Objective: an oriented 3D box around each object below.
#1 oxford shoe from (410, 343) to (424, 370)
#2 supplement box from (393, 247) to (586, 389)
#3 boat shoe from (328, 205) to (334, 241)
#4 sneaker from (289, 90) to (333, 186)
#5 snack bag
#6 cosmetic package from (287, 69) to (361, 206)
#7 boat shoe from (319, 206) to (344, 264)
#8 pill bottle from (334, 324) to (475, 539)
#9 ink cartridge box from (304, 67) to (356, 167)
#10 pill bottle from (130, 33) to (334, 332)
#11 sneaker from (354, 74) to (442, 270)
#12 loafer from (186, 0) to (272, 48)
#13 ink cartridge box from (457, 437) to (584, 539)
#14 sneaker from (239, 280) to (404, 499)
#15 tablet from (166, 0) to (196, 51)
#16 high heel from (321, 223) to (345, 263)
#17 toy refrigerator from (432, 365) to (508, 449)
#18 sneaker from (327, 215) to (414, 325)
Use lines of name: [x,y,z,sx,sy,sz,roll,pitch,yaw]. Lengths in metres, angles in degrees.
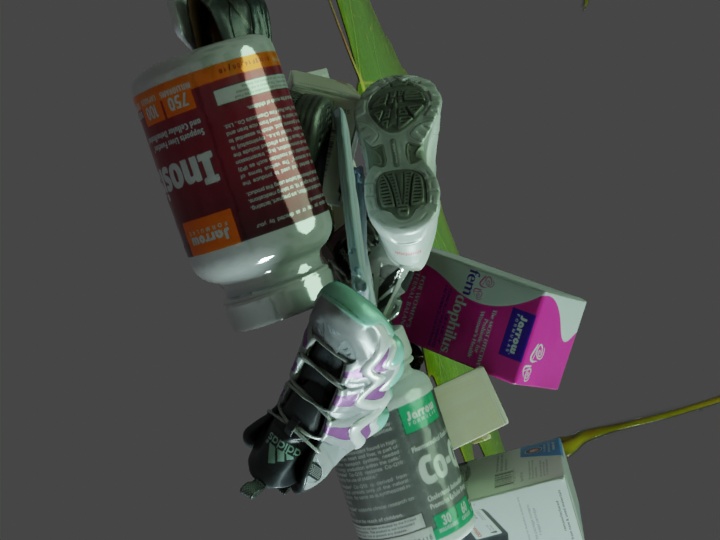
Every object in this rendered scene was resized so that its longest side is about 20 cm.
oxford shoe: [0.023,0.094,1.352,0.200,0.084,0.073,2,72,-78]
supplement box: [0.120,0.044,1.305,0.103,0.199,0.102,13,96,-55]
boat shoe: [-0.056,-0.046,1.208,0.200,0.064,0.074,-76,146,-74]
sneaker: [-0.091,-0.073,1.038,0.076,0.113,0.200,-61,166,-44]
snack bag: [0.001,-0.013,1.039,0.201,0.021,0.190,82,1,-57]
cosmetic package: [-0.045,-0.133,1.205,0.200,0.071,0.106,-103,-154,-75]
boat shoe: [-0.009,-0.033,1.411,0.063,0.073,0.203,-60,139,-62]
pill bottle: [0.026,0.161,1.156,0.113,0.112,0.201,-40,112,-80]
ink cartridge box: [-0.047,-0.154,1.514,0.200,0.044,0.178,-60,133,-78]
pill bottle: [-0.087,-0.063,0.915,0.113,0.112,0.201,-44,115,-79]
sneaker: [0.034,-0.085,1.083,0.100,0.077,0.201,84,8,-52]
loafer: [-0.117,-0.154,1.098,0.072,0.073,0.202,-1,76,-47]
ink cartridge box: [0.129,0.257,1.310,0.145,0.198,0.084,-50,123,-79]
sneaker: [-0.038,0.105,0.887,0.078,0.140,0.201,35,-27,23]
tablet: [-0.150,-0.246,1.190,0.200,0.014,0.131,44,29,-72]
high heel: [0.010,-0.006,1.323,0.068,0.096,0.200,55,-12,17]
toy refrigerator: [0.078,0.161,1.294,0.070,0.075,0.200,65,-20,7]
sneaker: [0.000,0.000,1.201,0.074,0.088,0.201,-119,-145,-54]
